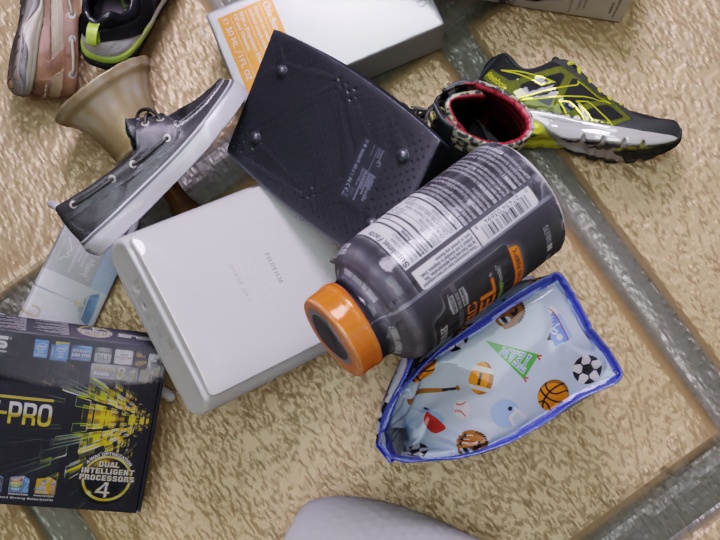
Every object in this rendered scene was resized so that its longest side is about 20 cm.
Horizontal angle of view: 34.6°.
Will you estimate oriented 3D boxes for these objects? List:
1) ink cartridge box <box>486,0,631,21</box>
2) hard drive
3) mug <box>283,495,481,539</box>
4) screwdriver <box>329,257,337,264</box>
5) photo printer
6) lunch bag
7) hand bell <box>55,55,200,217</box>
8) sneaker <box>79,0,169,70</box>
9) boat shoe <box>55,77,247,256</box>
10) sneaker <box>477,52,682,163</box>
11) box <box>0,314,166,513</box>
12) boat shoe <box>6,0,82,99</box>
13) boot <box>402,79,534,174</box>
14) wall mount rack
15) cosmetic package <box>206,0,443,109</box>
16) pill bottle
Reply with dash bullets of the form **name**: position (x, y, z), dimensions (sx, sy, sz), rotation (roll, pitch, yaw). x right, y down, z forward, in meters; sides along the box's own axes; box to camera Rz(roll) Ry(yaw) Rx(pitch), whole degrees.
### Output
- **ink cartridge box**: position (0.162, -0.326, 1.076), dimensions (0.198, 0.084, 0.145), rotation (10, 85, 4)
- **hard drive**: position (-0.020, -0.106, 0.986), dimensions (0.200, 0.042, 0.136), rotation (37, 115, 29)
- **mug**: position (0.011, 0.295, 0.994), dimensions (0.174, 0.148, 0.201), rotation (22, 115, 13)
- **screwdriver**: position (0.000, 0.000, 0.988), dimensions (0.029, 0.200, 0.028), rotation (43, 95, 6)
- **photo printer**: position (-0.096, 0.014, 1.022), dimensions (0.199, 0.069, 0.167), rotation (-24, 83, -34)
- **lunch bag**: position (0.098, 0.090, 0.987), dimensions (0.199, 0.170, 0.124), rotation (-33, 87, 1)
- **hand bell**: position (-0.183, -0.087, 1.072), dimensions (0.104, 0.104, 0.201), rotation (-35, 91, -1)
- **sneaker**: position (-0.210, -0.278, 1.070), dimensions (0.071, 0.083, 0.201), rotation (9, 62, 3)
- **boat shoe**: position (-0.185, -0.105, 1.008), dimensions (0.200, 0.070, 0.066), rotation (-46, 107, -4)
- **sneaker**: position (0.198, -0.153, 1.058), dimensions (0.198, 0.074, 0.085), rotation (10, 83, 4)
- **box**: position (-0.279, 0.125, 1.011), dimensions (0.198, 0.049, 0.162), rotation (9, 101, -18)
- **boat shoe**: position (-0.288, -0.259, 1.106), dimensions (0.071, 0.076, 0.202), rotation (10, 86, -23)
- **boot**: position (0.054, -0.132, 1.020), dimensions (0.202, 0.154, 0.074), rotation (24, 74, 4)
- **wall mount rack**: position (-0.232, 0.027, 1.067), dimensions (0.173, 0.074, 0.201), rotation (26, 86, -26)
- **cosmetic package**: position (-0.032, -0.224, 1.082), dimensions (0.199, 0.071, 0.102), rotation (-24, 82, 0)
- **pill bottle**: position (0.053, -0.004, 0.890), dimensions (0.199, 0.106, 0.106), rotation (-36, 82, -17)
